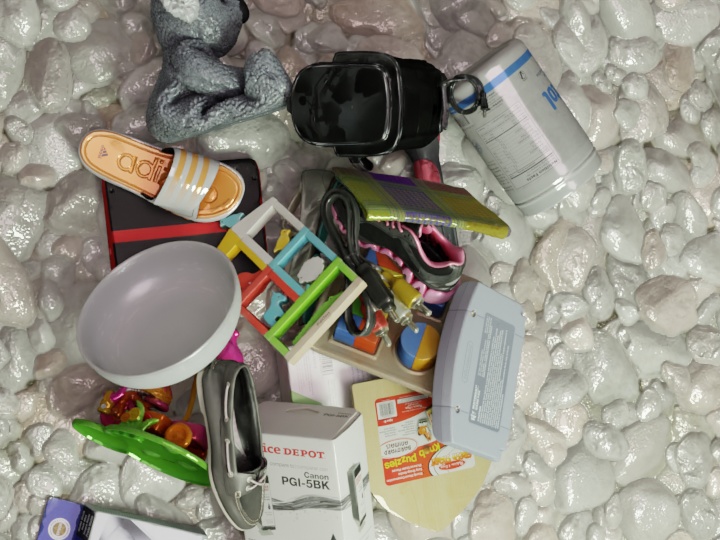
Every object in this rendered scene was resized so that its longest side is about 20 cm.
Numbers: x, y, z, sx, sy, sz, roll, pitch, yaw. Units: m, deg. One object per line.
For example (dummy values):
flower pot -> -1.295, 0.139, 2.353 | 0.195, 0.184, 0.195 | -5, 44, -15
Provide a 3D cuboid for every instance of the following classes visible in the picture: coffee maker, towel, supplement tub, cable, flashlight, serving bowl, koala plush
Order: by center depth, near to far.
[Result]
serving bowl -> -0.224, 0.061, 1.299 | 0.200, 0.200, 0.066 | -37, 135, -13
coffee maker -> 0.033, -0.205, 1.333 | 0.191, 0.200, 0.136 | -23, 92, 18
koala plush -> -0.192, -0.269, 1.340 | 0.182, 0.177, 0.202 | -18, 98, -3
towel -> 0.074, -0.080, 1.357 | 0.198, 0.144, 0.023 | 7, 113, -25
cable -> 0.000, 0.000, 1.360 | 0.097, 0.050, 0.201 | -37, 70, 19
flashlight -> 0.085, -0.118, 1.465 | 0.067, 0.068, 0.202 | -10, 91, -17
supplement tub -> 0.210, -0.187, 1.470 | 0.132, 0.132, 0.201 | -40, 100, -13

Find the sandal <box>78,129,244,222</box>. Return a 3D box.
sandal -> -0.241, -0.113, 1.348 | 0.205, 0.059, 0.080 | 17, 91, -10

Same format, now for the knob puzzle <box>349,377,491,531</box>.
knob puzzle -> 0.080, 0.225, 1.408 | 0.217, 0.030, 0.222 | 0, 90, -20

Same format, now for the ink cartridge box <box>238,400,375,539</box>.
ink cartridge box -> -0.067, 0.270, 1.346 | 0.145, 0.083, 0.202 | 1, 107, 25

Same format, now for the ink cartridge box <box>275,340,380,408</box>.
ink cartridge box -> -0.001, 0.137, 1.434 | 0.198, 0.067, 0.118 | -7, 92, -16

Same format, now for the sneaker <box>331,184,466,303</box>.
sneaker -> 0.051, -0.050, 1.378 | 0.199, 0.096, 0.079 | 38, 63, 6

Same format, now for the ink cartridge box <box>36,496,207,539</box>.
ink cartridge box -> -0.305, 0.392, 1.357 | 0.198, 0.041, 0.202 | 15, 85, -15

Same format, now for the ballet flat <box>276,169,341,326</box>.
ballet flat -> -0.073, -0.031, 1.429 | 0.063, 0.067, 0.202 | 12, 84, 12

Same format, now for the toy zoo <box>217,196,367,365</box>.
toy zoo -> -0.104, 0.001, 1.355 | 0.200, 0.020, 0.131 | 42, 87, 25

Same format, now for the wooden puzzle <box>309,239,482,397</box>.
wooden puzzle -> 0.051, 0.049, 1.404 | 0.198, 0.046, 0.186 | 23, 55, 1

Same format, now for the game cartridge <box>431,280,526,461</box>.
game cartridge -> 0.144, 0.122, 1.377 | 0.133, 0.040, 0.202 | 28, 68, -47

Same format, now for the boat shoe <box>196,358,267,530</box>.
boat shoe -> -0.137, 0.199, 1.272 | 0.067, 0.057, 0.202 | -22, 102, -57

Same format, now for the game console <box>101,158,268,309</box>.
game console -> -0.215, -0.044, 1.402 | 0.198, 0.031, 0.179 | -6, 86, -16

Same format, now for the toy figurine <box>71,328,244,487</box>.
toy figurine -> -0.223, 0.137, 1.355 | 0.198, 0.150, 0.185 | 13, 64, 22
